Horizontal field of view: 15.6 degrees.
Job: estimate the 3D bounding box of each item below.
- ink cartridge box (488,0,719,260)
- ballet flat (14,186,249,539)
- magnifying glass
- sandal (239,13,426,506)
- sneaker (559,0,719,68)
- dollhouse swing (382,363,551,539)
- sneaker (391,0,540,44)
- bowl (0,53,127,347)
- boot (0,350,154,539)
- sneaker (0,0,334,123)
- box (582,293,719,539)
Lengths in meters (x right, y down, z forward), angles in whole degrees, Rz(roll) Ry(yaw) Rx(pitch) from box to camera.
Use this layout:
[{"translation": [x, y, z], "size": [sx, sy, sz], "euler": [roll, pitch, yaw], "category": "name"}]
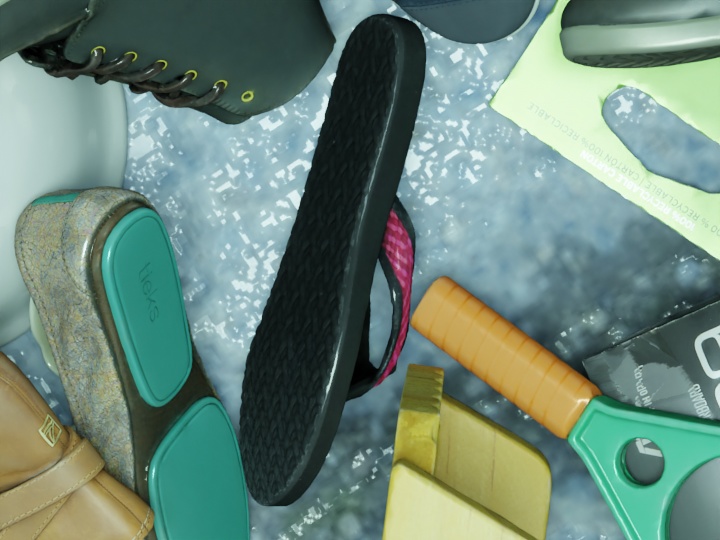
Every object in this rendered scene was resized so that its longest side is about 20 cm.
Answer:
[{"translation": [0.163, -0.108, 1.016], "size": [0.147, 0.076, 0.201], "euler": [33, 95, -1], "category": "ink cartridge box"}, {"translation": [-0.093, 0.052, 1.044], "size": [0.067, 0.068, 0.201], "euler": [10, 123, 33], "category": "ballet flat"}, {"translation": [0.102, 0.069, 1.011], "size": [0.200, 0.022, 0.080], "euler": [37, 107, 20], "category": "magnifying glass"}, {"translation": [0.000, 0.000, 1.042], "size": [0.045, 0.075, 0.201], "euler": [16, 90, -30], "category": "sandal"}, {"translation": [0.158, -0.140, 0.947], "size": [0.199, 0.075, 0.107], "euler": [-15, 90, -4], "category": "sneaker"}, {"translation": [0.090, 0.144, 0.982], "size": [0.175, 0.200, 0.183], "euler": [8, 96, 3], "category": "dollhouse swing"}, {"translation": [0.011, -0.148, 0.977], "size": [0.078, 0.080, 0.200], "euler": [-13, 130, 21], "category": "sneaker"}, {"translation": [-0.195, -0.054, 1.033], "size": [0.200, 0.090, 0.202], "euler": [0, 95, 2], "category": "bowl"}, {"translation": [-0.184, 0.089, 1.035], "size": [0.155, 0.077, 0.200], "euler": [40, 128, -16], "category": "boot"}, {"translation": [-0.092, -0.086, 0.983], "size": [0.200, 0.075, 0.107], "euler": [-33, 113, -27], "category": "sneaker"}, {"translation": [0.197, 0.094, 1.016], "size": [0.157, 0.050, 0.201], "euler": [-24, 83, 17], "category": "box"}]
